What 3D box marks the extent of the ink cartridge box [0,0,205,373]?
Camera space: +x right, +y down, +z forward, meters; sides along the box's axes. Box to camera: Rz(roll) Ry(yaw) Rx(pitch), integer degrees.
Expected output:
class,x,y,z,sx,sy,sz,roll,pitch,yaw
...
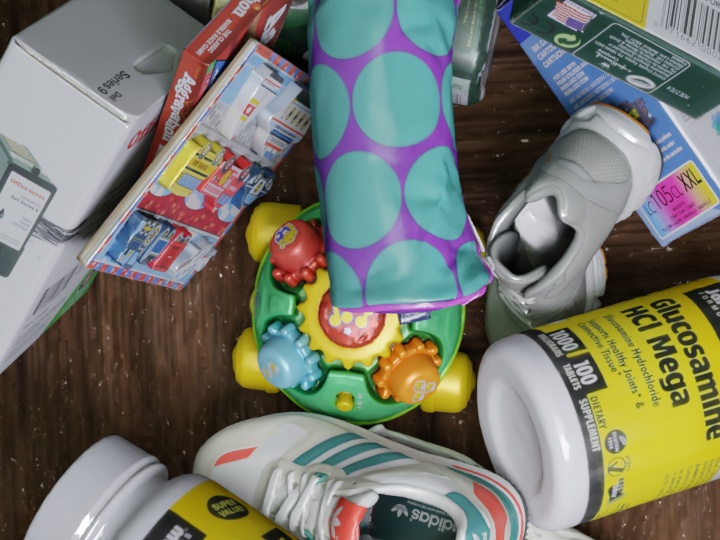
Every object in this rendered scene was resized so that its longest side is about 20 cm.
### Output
class,x,y,z,sx,sy,sz,roll,pitch,yaw
ink cartridge box,-0.172,-0.055,1.454,0.084,0.146,0.200,35,119,4

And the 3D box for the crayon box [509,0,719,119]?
class,x,y,z,sx,sy,sz,roll,pitch,yaw
crayon box,0.160,-0.197,1.412,0.127,0.051,0.200,26,59,-20

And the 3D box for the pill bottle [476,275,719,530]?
class,x,y,z,sx,sy,sz,roll,pitch,yaw
pill bottle,0.176,0.068,1.468,0.200,0.112,0.113,-16,91,-19

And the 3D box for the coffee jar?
class,x,y,z,sx,sy,sz,roll,pitch,yaw
coffee jar,-0.016,-0.164,1.505,0.199,0.085,0.105,12,82,3

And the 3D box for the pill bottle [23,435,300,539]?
class,x,y,z,sx,sy,sz,roll,pitch,yaw
pill bottle,-0.080,0.183,1.406,0.200,0.114,0.114,33,94,14

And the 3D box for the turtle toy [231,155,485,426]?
class,x,y,z,sx,sy,sz,roll,pitch,yaw
turtle toy,0.000,0.000,1.502,0.145,0.101,0.201,6,92,3

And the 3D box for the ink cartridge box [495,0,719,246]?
class,x,y,z,sx,sy,sz,roll,pitch,yaw
ink cartridge box,0.172,-0.134,1.469,0.136,0.076,0.200,-34,90,-37

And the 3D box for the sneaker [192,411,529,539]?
class,x,y,z,sx,sy,sz,roll,pitch,yaw
sneaker,-0.011,0.126,1.438,0.199,0.093,0.071,13,96,19

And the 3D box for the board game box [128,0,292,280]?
class,x,y,z,sx,sy,sz,roll,pitch,yaw
board game box,-0.087,-0.085,1.447,0.019,0.200,0.103,33,52,6

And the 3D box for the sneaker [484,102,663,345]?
class,x,y,z,sx,sy,sz,roll,pitch,yaw
sneaker,0.096,-0.007,1.458,0.076,0.200,0.092,38,51,17

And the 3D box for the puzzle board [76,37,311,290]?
class,x,y,z,sx,sy,sz,roll,pitch,yaw
puzzle board,-0.080,-0.053,1.456,0.017,0.200,0.151,40,94,10

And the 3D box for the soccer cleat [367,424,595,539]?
class,x,y,z,sx,sy,sz,roll,pitch,yaw
soccer cleat,0.078,0.155,1.493,0.200,0.078,0.069,27,61,12

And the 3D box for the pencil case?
class,x,y,z,sx,sy,sz,roll,pitch,yaw
pencil case,0.020,-0.074,1.410,0.092,0.085,0.201,-4,84,-11
